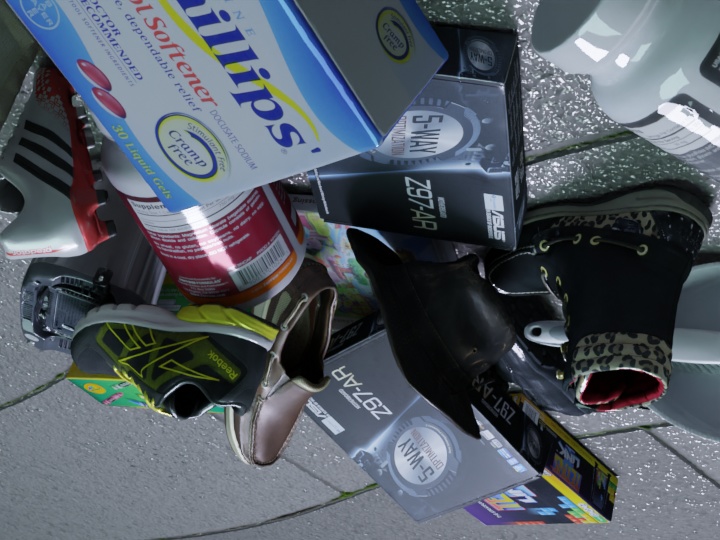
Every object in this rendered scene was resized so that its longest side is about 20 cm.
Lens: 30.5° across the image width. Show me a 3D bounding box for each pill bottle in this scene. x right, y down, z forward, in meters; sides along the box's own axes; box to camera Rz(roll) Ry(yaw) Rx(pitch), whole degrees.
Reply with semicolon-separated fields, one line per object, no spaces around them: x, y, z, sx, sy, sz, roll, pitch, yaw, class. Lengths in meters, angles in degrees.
0.204;-0.117;0.749;0.199;0.117;0.116;28;149;-17;pill bottle
-0.124;-0.070;0.992;0.112;0.113;0.200;1;139;26;pill bottle

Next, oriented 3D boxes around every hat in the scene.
0.072;0.034;1.018;0.081;0.201;0.201;-28;136;12;hat

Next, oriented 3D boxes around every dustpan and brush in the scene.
0.227;0.057;1.019;0.199;0.140;0.057;3;172;32;dustpan and brush

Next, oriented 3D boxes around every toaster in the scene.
-0.224;-0.006;1.148;0.113;0.130;0.200;19;151;-6;toaster

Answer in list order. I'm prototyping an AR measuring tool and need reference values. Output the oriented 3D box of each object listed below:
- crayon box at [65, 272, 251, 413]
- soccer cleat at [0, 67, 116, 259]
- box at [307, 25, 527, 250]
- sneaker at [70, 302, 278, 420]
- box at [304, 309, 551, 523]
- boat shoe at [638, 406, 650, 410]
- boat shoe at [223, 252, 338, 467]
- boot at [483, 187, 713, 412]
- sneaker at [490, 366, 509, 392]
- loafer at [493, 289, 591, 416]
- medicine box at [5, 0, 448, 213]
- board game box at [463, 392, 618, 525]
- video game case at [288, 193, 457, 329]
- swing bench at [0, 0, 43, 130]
-0.174;0.065;1.237;0.199;0.119;0.058;-2;146;41;crayon box
-0.236;-0.082;0.968;0.085;0.200;0.069;-15;137;-10;soccer cleat
0.035;-0.096;0.946;0.159;0.044;0.200;10;150;14;box
-0.157;0.074;1.032;0.199;0.085;0.074;-6;154;36;sneaker
0.049;0.129;1.194;0.160;0.044;0.200;-29;112;40;box
0.247;0.088;1.127;0.072;0.068;0.200;-15;138;44;boat shoe
-0.064;0.087;1.123;0.074;0.203;0.075;-10;-150;-39;boat shoe
0.158;0.028;0.981;0.073;0.154;0.203;37;146;-32;boot
0.043;0.099;1.255;0.199;0.067;0.090;-4;147;37;sneaker
0.145;0.075;1.159;0.070;0.068;0.201;-13;144;30;loafer
-0.082;-0.151;0.800;0.199;0.103;0.182;-13;121;43;medicine box
0.150;0.204;1.393;0.165;0.057;0.200;-12;140;39;board game box
0.000;0.000;1.153;0.181;0.022;0.200;5;149;20;video game case
-0.326;-0.105;0.959;0.129;0.200;0.200;30;149;-23;swing bench
